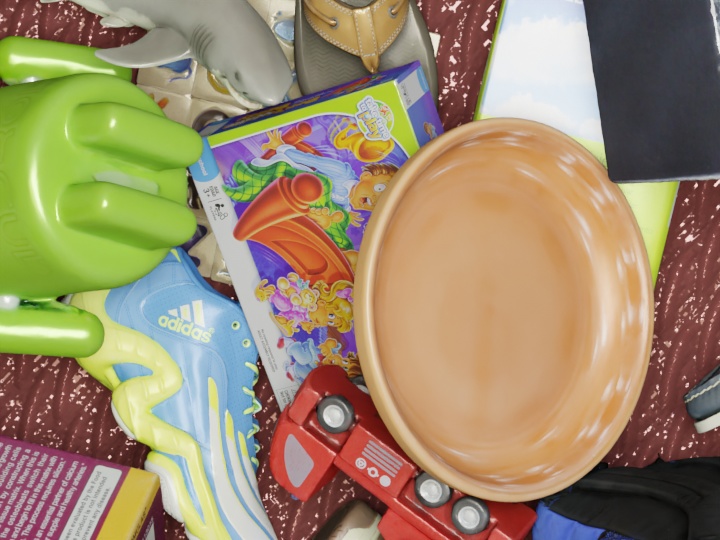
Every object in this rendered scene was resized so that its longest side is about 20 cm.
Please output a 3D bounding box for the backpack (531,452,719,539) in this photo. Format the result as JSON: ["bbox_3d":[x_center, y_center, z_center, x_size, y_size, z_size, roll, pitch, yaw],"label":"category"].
[{"bbox_3d":[0.180,0.186,1.233,0.162,0.200,0.169,0,99,-30],"label":"backpack"}]

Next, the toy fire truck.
[{"bbox_3d":[0.021,0.161,1.258,0.200,0.049,0.141,36,113,9],"label":"toy fire truck"}]

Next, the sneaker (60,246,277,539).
[{"bbox_3d":[-0.082,0.075,1.304,0.105,0.076,0.200,-34,92,5],"label":"sneaker"}]

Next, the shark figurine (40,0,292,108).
[{"bbox_3d":[-0.120,-0.164,1.249,0.214,0.128,0.090,20,117,7],"label":"shark figurine"}]

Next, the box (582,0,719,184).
[{"bbox_3d":[0.225,-0.159,1.206,0.196,0.117,0.201,-12,96,-28],"label":"box"}]

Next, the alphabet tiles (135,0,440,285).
[{"bbox_3d":[-0.049,-0.089,1.322,0.166,0.006,0.201,13,96,2],"label":"alphabet tiles"}]

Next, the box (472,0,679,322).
[{"bbox_3d":[0.124,-0.080,1.292,0.121,0.048,0.201,13,96,2],"label":"box"}]

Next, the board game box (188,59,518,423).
[{"bbox_3d":[0.000,0.000,1.273,0.134,0.045,0.201,-15,103,24],"label":"board game box"}]

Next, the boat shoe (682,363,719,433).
[{"bbox_3d":[0.251,0.011,1.280,0.200,0.075,0.062,-40,93,4],"label":"boat shoe"}]

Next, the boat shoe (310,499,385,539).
[{"bbox_3d":[-0.040,0.230,1.317,0.075,0.075,0.202,40,96,-6],"label":"boat shoe"}]

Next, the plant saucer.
[{"bbox_3d":[0.072,0.020,1.218,0.199,0.037,0.201,1,88,-37],"label":"plant saucer"}]

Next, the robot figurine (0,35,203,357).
[{"bbox_3d":[-0.175,-0.043,1.254,0.199,0.115,0.176,-7,75,43],"label":"robot figurine"}]

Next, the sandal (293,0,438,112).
[{"bbox_3d":[0.002,-0.159,1.280,0.081,0.055,0.201,0,88,2],"label":"sandal"}]

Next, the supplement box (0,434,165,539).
[{"bbox_3d":[-0.220,0.166,1.264,0.199,0.131,0.103,13,137,11],"label":"supplement box"}]
